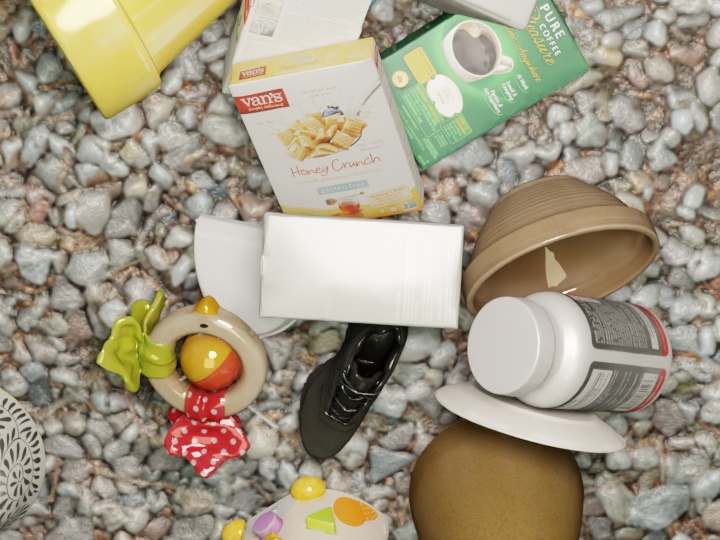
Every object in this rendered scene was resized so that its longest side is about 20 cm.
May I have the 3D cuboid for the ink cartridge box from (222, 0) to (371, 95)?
[{"bbox_3d":[-0.058,-0.234,1.304,0.109,0.051,0.200,9,147,-13],"label":"ink cartridge box"}]

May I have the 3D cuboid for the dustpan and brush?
[{"bbox_3d":[-0.116,0.046,1.464,0.139,0.057,0.201,11,101,7],"label":"dustpan and brush"}]

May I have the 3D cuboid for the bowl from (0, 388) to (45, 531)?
[{"bbox_3d":[-0.448,0.220,1.493,0.200,0.094,0.202,0,107,0],"label":"bowl"}]

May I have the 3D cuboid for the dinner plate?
[{"bbox_3d":[0.175,0.142,1.411,0.199,0.200,0.024,15,97,-4],"label":"dinner plate"}]

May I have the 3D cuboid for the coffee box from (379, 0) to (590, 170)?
[{"bbox_3d":[0.114,-0.203,1.382,0.200,0.044,0.123,-32,105,10],"label":"coffee box"}]

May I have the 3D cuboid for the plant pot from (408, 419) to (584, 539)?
[{"bbox_3d":[0.141,0.269,1.379,0.186,0.200,0.187,0,108,1],"label":"plant pot"}]

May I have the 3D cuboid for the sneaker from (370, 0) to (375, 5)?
[{"bbox_3d":[-0.018,-0.343,1.334,0.105,0.076,0.201,-4,112,-14],"label":"sneaker"}]

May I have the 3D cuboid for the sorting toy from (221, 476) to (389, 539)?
[{"bbox_3d":[-0.077,0.323,1.478,0.200,0.180,0.107,-34,105,10],"label":"sorting toy"}]

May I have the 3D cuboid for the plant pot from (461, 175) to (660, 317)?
[{"bbox_3d":[0.189,-0.032,1.388,0.200,0.201,0.093,-20,66,6],"label":"plant pot"}]

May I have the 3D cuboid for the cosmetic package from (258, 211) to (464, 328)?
[{"bbox_3d":[0.000,0.000,1.371,0.199,0.090,0.107,5,91,2],"label":"cosmetic package"}]

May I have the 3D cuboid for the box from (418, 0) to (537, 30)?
[{"bbox_3d":[0.071,-0.346,1.232,0.199,0.171,0.200,18,98,-26],"label":"box"}]

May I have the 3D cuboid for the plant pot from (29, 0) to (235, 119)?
[{"bbox_3d":[-0.213,-0.274,1.296,0.189,0.201,0.201,-32,105,-7],"label":"plant pot"}]

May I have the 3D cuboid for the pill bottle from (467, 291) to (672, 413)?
[{"bbox_3d":[0.210,0.081,1.388,0.200,0.116,0.116,9,112,-41],"label":"pill bottle"}]

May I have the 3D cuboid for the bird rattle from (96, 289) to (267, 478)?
[{"bbox_3d":[-0.170,0.111,1.434,0.163,0.113,0.200,-32,101,27],"label":"bird rattle"}]

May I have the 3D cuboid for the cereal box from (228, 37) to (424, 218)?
[{"bbox_3d":[-0.030,-0.128,1.355,0.143,0.040,0.200,-9,136,14],"label":"cereal box"}]

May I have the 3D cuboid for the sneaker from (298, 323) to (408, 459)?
[{"bbox_3d":[-0.010,0.118,1.460,0.076,0.091,0.201,23,107,-9],"label":"sneaker"}]
